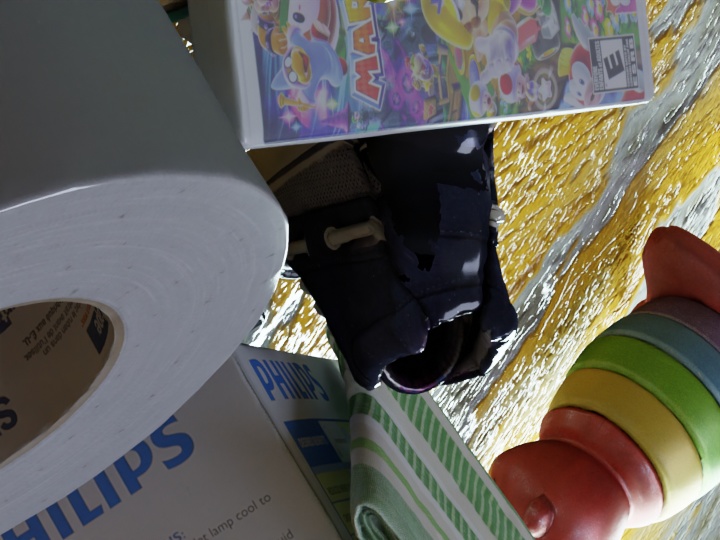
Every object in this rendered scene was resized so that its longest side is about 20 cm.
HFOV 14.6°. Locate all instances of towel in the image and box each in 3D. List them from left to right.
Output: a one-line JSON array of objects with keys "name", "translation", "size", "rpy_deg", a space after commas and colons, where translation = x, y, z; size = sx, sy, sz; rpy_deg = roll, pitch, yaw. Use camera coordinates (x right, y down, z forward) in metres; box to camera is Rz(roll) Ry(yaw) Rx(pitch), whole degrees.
[{"name": "towel", "translation": [0.035, 0.101, 0.968], "size": [0.023, 0.153, 0.200], "rpy_deg": [-32, -163, 9]}]

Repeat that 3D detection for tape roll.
[{"name": "tape roll", "translation": [-0.118, 0.012, 0.678], "size": [0.200, 0.066, 0.200], "rpy_deg": [-29, 160, -11]}]

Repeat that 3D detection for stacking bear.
[{"name": "stacking bear", "translation": [0.147, 0.093, 1.572], "size": [0.200, 0.114, 0.122], "rpy_deg": [-44, 157, -28]}]

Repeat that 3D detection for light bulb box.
[{"name": "light bulb box", "translation": [-0.022, 0.143, 0.980], "size": [0.125, 0.201, 0.198], "rpy_deg": [-33, 171, 7]}]

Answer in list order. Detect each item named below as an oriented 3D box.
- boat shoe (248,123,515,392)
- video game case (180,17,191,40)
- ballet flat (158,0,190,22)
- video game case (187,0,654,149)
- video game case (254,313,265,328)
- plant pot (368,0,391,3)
[{"name": "boat shoe", "translation": [0.000, 0.000, 0.948], "size": [0.200, 0.074, 0.093], "rpy_deg": [134, -52, -75]}, {"name": "video game case", "translation": [0.027, -0.158, 0.907], "size": [0.143, 0.018, 0.201], "rpy_deg": [4, 113, -52]}, {"name": "ballet flat", "translation": [-0.095, -0.089, 0.738], "size": [0.200, 0.068, 0.073], "rpy_deg": [-31, 129, -49]}, {"name": "video game case", "translation": [0.019, -0.114, 0.824], "size": [0.200, 0.018, 0.144], "rpy_deg": [-10, 95, -50]}, {"name": "video game case", "translation": [-0.109, 0.019, 0.837], "size": [0.143, 0.019, 0.200], "rpy_deg": [-34, 160, -2]}, {"name": "plant pot", "translation": [0.004, -0.208, 0.597], "size": [0.199, 0.181, 0.201], "rpy_deg": [-41, 155, -45]}]
